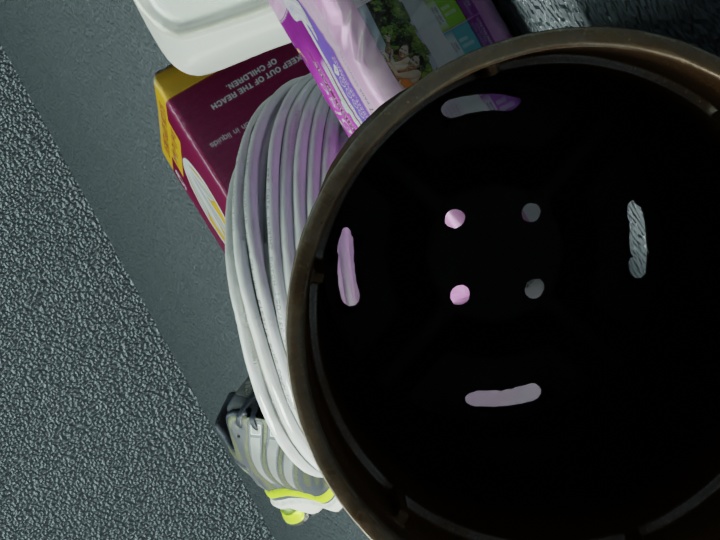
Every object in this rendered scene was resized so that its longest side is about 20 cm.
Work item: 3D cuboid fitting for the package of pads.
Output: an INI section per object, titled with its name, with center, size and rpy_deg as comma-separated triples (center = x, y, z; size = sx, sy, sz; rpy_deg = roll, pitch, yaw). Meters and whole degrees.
[package of pads]
center = 0.029, -0.083, 1.212
size = 0.200, 0.076, 0.121
rpy_deg = 59, 169, 4

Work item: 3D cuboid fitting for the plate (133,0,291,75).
[plate]
center = -0.084, -0.195, 1.346
size = 0.200, 0.032, 0.200
rpy_deg = -12, 111, 52

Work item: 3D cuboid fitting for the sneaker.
[sneaker]
center = -0.032, 0.088, 1.495
size = 0.081, 0.074, 0.200
rpy_deg = 38, 156, -6

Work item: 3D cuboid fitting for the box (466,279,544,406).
[box]
center = 0.115, 0.099, 1.242
size = 0.200, 0.097, 0.125
rpy_deg = 50, 167, 48

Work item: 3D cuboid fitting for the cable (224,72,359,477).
[cable]
center = 0.000, 0.000, 1.333
size = 0.200, 0.069, 0.201
rpy_deg = -9, -88, -69

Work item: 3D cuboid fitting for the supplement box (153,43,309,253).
[supplement box]
center = -0.027, -0.035, 1.571
size = 0.200, 0.103, 0.131
rpy_deg = 57, 169, 14

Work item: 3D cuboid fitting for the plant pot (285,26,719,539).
[plant pot]
center = 0.065, 0.005, 0.995
size = 0.201, 0.200, 0.198
rpy_deg = 62, 179, -10
